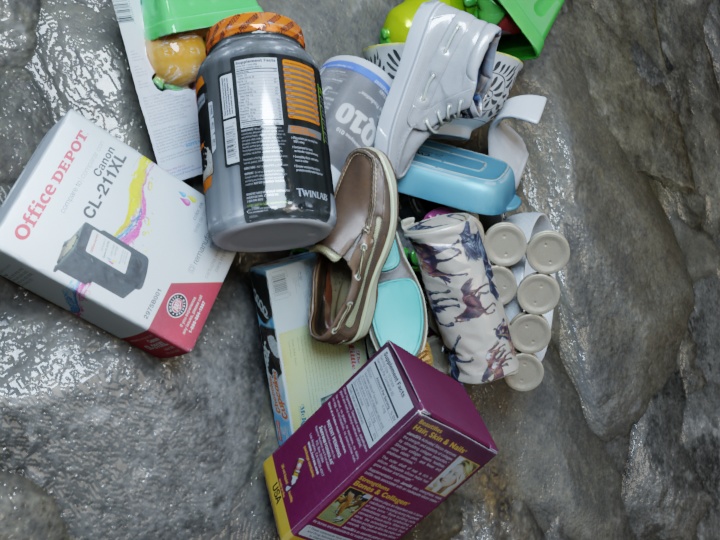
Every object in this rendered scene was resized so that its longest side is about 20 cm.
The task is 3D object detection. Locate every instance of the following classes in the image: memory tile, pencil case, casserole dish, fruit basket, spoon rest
[{"bbox_3d":[0.155,0.040,0.876,0.151,0.017,0.203,10,109,5],"label":"memory tile"},{"bbox_3d":[0.109,0.030,0.828,0.078,0.089,0.202,-40,115,-54],"label":"pencil case"},{"bbox_3d":[0.101,-0.121,0.903,0.121,0.198,0.039,-45,148,-57],"label":"casserole dish"},{"bbox_3d":[0.130,-0.317,0.959,0.156,0.215,0.217,45,60,-21],"label":"fruit basket"},{"bbox_3d":[0.197,-0.165,0.993,0.060,0.200,0.100,21,68,10],"label":"spoon rest"},{"bbox_3d":[-0.166,-0.211,0.787,0.185,0.093,0.203,-30,119,-44],"label":"fruit basket"}]

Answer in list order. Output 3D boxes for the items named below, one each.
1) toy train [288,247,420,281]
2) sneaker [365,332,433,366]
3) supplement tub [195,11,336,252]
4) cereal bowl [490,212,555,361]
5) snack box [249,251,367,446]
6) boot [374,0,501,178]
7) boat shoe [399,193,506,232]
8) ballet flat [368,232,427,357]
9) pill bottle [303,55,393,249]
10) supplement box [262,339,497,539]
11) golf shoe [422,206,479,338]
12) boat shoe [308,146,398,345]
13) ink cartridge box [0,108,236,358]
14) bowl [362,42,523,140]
[{"bbox_3d":[0.000,0.000,0.893,0.198,0.042,0.057,0,92,-36],"label":"toy train"},{"bbox_3d":[0.053,0.132,0.882,0.075,0.088,0.202,-31,99,-18],"label":"sneaker"},{"bbox_3d":[-0.091,-0.127,0.701,0.121,0.122,0.203,2,76,-36],"label":"supplement tub"},{"bbox_3d":[0.200,0.023,0.985,0.199,0.082,0.203,-7,97,-64],"label":"cereal bowl"},{"bbox_3d":[-0.049,0.082,0.817,0.115,0.037,0.203,-16,105,-37],"label":"snack box"},{"bbox_3d":[0.082,-0.176,0.799,0.073,0.095,0.202,-32,143,-59],"label":"boot"},{"bbox_3d":[0.127,-0.079,0.983,0.198,0.067,0.073,11,74,-36],"label":"boat shoe"},{"bbox_3d":[0.031,0.015,0.823,0.066,0.062,0.203,-9,70,-4],"label":"ballet flat"},{"bbox_3d":[-0.039,-0.132,0.837,0.114,0.113,0.201,39,64,-24],"label":"pill bottle"},{"bbox_3d":[0.016,0.191,0.757,0.130,0.200,0.104,34,19,-37],"label":"supplement box"},{"bbox_3d":[0.119,0.015,0.935,0.091,0.075,0.203,-26,124,-53],"label":"golf shoe"},{"bbox_3d":[-0.013,-0.023,0.748,0.074,0.074,0.205,-3,101,-52],"label":"boat shoe"},{"bbox_3d":[-0.229,-0.028,0.702,0.199,0.082,0.147,34,64,-27],"label":"ink cartridge box"},{"bbox_3d":[0.096,-0.213,0.919,0.199,0.200,0.096,1,97,-36],"label":"bowl"}]
